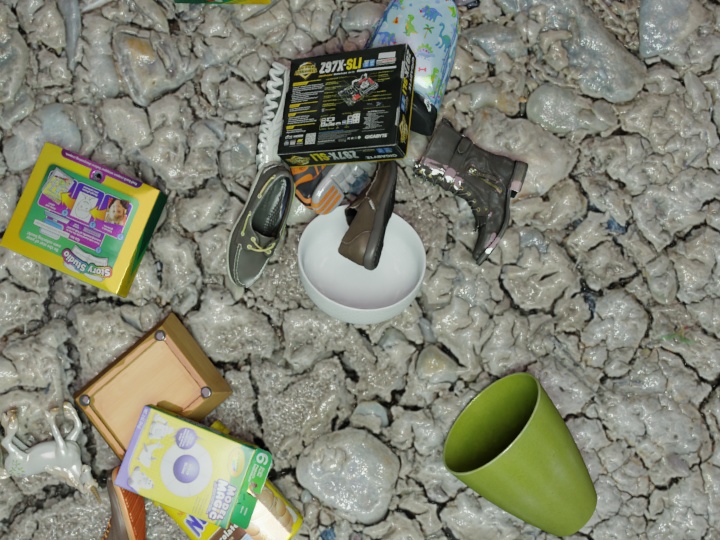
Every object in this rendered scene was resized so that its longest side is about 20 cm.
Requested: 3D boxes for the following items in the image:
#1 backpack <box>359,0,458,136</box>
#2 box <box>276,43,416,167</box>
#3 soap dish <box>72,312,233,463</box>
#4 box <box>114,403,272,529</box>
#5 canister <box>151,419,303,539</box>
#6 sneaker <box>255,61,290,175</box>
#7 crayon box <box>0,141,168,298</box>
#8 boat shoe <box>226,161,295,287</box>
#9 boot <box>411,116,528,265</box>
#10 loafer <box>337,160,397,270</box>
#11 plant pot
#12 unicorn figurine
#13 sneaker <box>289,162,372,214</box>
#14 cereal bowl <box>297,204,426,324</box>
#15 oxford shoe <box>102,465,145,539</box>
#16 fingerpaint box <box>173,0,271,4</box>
[{"bbox_3d":[0.082,-0.346,1.197,0.160,0.154,0.203,24,72,7],"label":"backpack"},{"bbox_3d":[-0.021,-0.240,1.119,0.196,0.049,0.164,-1,71,25],"label":"box"},{"bbox_3d":[-0.317,0.188,1.147,0.199,0.081,0.158,-40,87,-6],"label":"soap dish"},{"bbox_3d":[-0.232,0.280,1.071,0.196,0.048,0.120,21,83,-1],"label":"box"},{"bbox_3d":[-0.199,0.350,1.134,0.148,0.087,0.200,-44,89,-6],"label":"canister"},{"bbox_3d":[-0.122,-0.226,1.204,0.079,0.075,0.205,10,84,-10],"label":"sneaker"},{"bbox_3d":[-0.427,-0.077,1.181,0.196,0.058,0.176,23,85,1],"label":"crayon box"},{"bbox_3d":[-0.154,-0.064,1.162,0.070,0.061,0.205,13,103,-27],"label":"boat shoe"},{"bbox_3d":[0.161,-0.126,1.210,0.171,0.069,0.204,22,77,3],"label":"boot"},{"bbox_3d":[0.011,-0.095,1.133,0.069,0.074,0.203,11,51,6],"label":"loafer"},{"bbox_3d":[0.253,0.290,1.125,0.187,0.187,0.200,-46,102,-6],"label":"plant pot"},{"bbox_3d":[-0.467,0.275,1.144,0.195,0.074,0.141,-6,94,12],"label":"unicorn figurine"},{"bbox_3d":[-0.039,-0.191,1.182,0.111,0.078,0.200,36,79,33],"label":"sneaker"},{"bbox_3d":[0.000,0.000,1.160,0.195,0.084,0.204,2,54,-3],"label":"cereal bowl"},{"bbox_3d":[-0.353,0.388,1.114,0.071,0.071,0.205,-8,100,2],"label":"oxford shoe"},{"bbox_3d":[-0.225,-0.542,1.227,0.162,0.073,0.205,0,85,-1],"label":"fingerpaint box"}]
